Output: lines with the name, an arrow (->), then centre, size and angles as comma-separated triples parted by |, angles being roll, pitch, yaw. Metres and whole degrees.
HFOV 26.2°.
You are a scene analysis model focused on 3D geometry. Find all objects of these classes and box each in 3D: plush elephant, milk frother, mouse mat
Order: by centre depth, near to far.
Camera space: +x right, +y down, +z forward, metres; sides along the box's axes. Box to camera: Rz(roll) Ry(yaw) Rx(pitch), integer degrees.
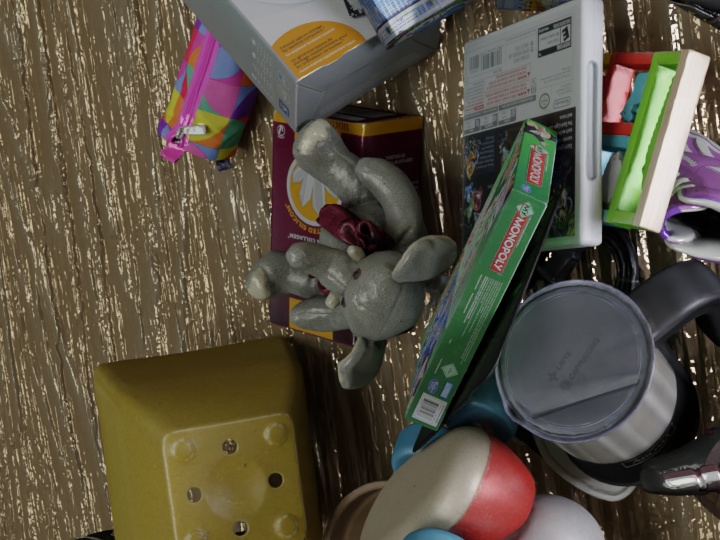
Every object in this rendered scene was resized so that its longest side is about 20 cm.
mouse mat -> 0.092, 0.044, 1.161 | 0.008, 0.161, 0.200 | 25, 153, -3
milk frother -> 0.168, 0.043, 1.176 | 0.200, 0.188, 0.181 | 34, 87, 27
plush elephant -> 0.000, 0.000, 1.250 | 0.199, 0.155, 0.165 | 28, 106, 0

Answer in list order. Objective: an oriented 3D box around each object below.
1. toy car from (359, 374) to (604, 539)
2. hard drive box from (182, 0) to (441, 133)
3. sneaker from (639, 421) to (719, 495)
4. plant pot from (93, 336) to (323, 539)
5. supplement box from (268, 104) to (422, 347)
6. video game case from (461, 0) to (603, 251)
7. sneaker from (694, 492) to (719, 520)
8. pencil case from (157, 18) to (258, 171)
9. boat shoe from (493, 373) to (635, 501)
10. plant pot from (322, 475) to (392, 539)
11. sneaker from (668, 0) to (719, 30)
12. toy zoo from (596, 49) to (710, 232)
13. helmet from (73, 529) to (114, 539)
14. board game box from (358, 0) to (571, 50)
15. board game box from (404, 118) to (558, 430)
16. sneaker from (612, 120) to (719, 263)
toy car -> 0.115, 0.221, 1.218 | 0.199, 0.185, 0.177 | 30, 139, -10
hard drive box -> -0.051, -0.240, 1.327 | 0.200, 0.156, 0.077 | 49, 160, 22
sneaker -> 0.295, 0.097, 1.131 | 0.199, 0.076, 0.116 | -12, 77, 8
plant pot -> -0.128, 0.179, 1.410 | 0.200, 0.194, 0.195 | -165, 67, -75
supplement box -> -0.015, -0.044, 1.388 | 0.110, 0.085, 0.201 | 13, 107, 39
video game case -> 0.132, -0.105, 1.214 | 0.200, 0.023, 0.183 | 175, 97, -67
sneaker -> 0.320, 0.188, 1.147 | 0.199, 0.075, 0.071 | 25, 115, 35
pencil case -> -0.129, -0.196, 1.461 | 0.088, 0.088, 0.201 | 38, 121, 29
boat shoe -> 0.150, 0.117, 1.293 | 0.200, 0.074, 0.060 | 40, 165, 10
plant pot -> 0.066, 0.275, 1.378 | 0.200, 0.092, 0.202 | 9, 104, 39
sneaker -> 0.285, -0.173, 1.084 | 0.200, 0.106, 0.075 | 47, 125, 25
toy zoo -> 0.185, -0.101, 1.176 | 0.200, 0.020, 0.132 | 18, 92, 68
helmet -> -0.253, 0.375, 1.615 | 0.199, 0.191, 0.200 | 27, 149, 18
board game box -> 0.081, -0.271, 1.225 | 0.199, 0.062, 0.201 | -30, 86, 4
board game box -> 0.089, 0.002, 1.135 | 0.029, 0.135, 0.201 | 23, 118, -1
sneaker -> 0.231, -0.061, 1.151 | 0.200, 0.114, 0.073 | 25, 116, 37
